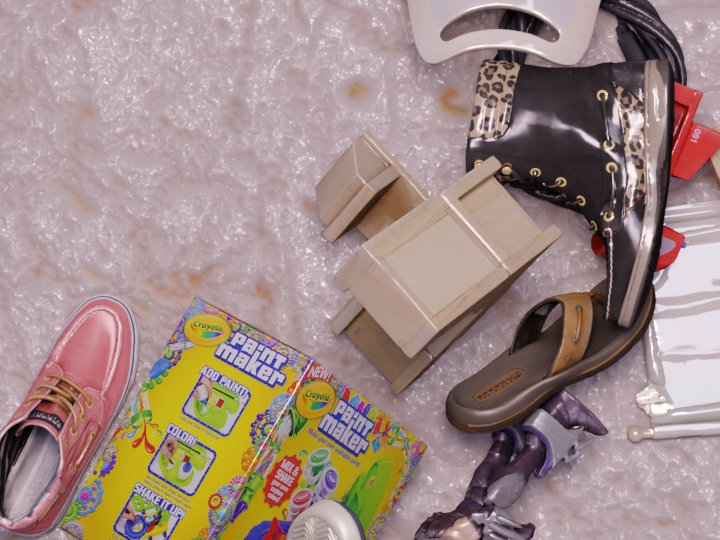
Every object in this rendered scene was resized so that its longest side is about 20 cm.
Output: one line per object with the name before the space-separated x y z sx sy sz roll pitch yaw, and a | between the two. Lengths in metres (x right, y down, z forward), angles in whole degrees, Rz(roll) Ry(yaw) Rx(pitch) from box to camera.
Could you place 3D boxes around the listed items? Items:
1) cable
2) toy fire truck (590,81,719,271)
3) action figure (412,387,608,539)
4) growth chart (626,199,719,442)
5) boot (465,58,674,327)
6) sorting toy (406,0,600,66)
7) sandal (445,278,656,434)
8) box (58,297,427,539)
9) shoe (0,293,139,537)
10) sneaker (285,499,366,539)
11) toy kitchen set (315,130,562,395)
cable | 0.182 -0.149 1.696 0.162 0.051 0.201 14 82 2
toy fire truck | 0.276 -0.083 1.658 0.140 0.049 0.201 20 95 -8
action figure | 0.097 0.175 1.615 0.069 0.130 0.200 46 68 -19
growth chart | 0.284 0.037 1.685 0.144 0.018 0.201 1 82 0
boot | 0.154 -0.064 1.600 0.150 0.073 0.201 7 96 11
sorting toy | 0.112 -0.239 1.656 0.199 0.107 0.181 1 69 6
sandal | 0.144 0.052 1.635 0.199 0.082 0.055 -30 119 -15
box | -0.081 0.156 1.563 0.122 0.200 0.193 25 82 34
shoe | -0.228 0.109 1.639 0.071 0.091 0.201 22 83 3
sneaker | 0.000 0.223 1.536 0.084 0.201 0.075 -29 54 -25
toy kitchen set | 0.000 0.000 1.570 0.163 0.200 0.180 48 42 7
